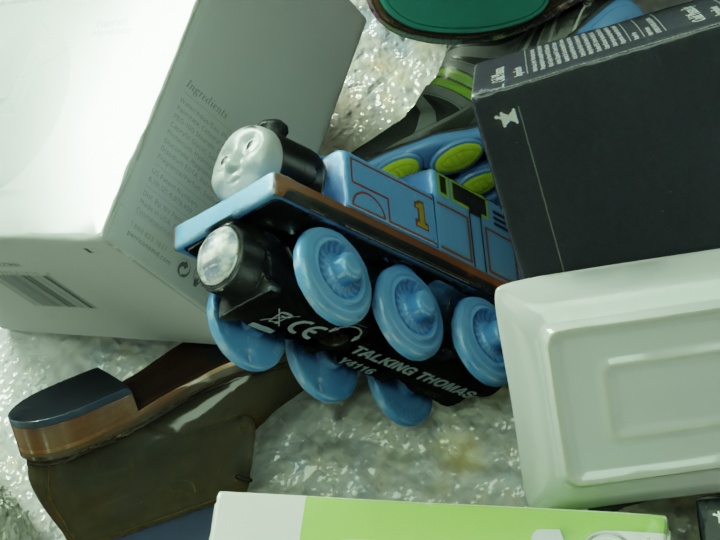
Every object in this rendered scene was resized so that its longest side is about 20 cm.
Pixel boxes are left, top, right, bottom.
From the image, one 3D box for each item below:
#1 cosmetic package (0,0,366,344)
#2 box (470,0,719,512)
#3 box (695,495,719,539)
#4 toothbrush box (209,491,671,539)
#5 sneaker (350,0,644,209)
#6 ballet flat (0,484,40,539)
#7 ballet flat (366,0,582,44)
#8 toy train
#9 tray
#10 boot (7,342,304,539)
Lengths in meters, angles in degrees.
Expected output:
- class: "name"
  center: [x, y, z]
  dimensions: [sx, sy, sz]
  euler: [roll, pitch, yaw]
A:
- class: "cosmetic package"
  center: [-0.130, -0.077, 0.858]
  dimensions: [0.198, 0.123, 0.201]
  euler: [2, 65, 39]
- class: "box"
  center: [0.161, -0.018, 0.725]
  dimensions: [0.181, 0.104, 0.202]
  euler: [-15, 102, 8]
- class: "box"
  center: [0.224, 0.193, 0.676]
  dimensions: [0.140, 0.079, 0.202]
  euler: [-7, 64, 9]
- class: "toothbrush box"
  center: [0.031, 0.180, 0.690]
  dimensions: [0.198, 0.086, 0.147]
  euler: [1, 65, 12]
- class: "sneaker"
  center: [0.064, -0.086, 0.873]
  dimensions: [0.199, 0.071, 0.083]
  euler: [-36, 42, -2]
- class: "ballet flat"
  center: [-0.249, 0.096, 0.871]
  dimensions: [0.199, 0.072, 0.072]
  euler: [33, 77, 28]
- class: "ballet flat"
  center: [0.092, -0.168, 0.848]
  dimensions: [0.199, 0.070, 0.071]
  euler: [-20, 16, -8]
- class: "toy train"
  center: [0.000, 0.000, 0.774]
  dimensions: [0.086, 0.199, 0.115]
  euler: [-28, 54, 35]
- class: "tray"
  center: [0.161, 0.045, 0.677]
  dimensions: [0.198, 0.022, 0.108]
  euler: [-8, 104, 7]
- class: "boot"
  center: [-0.074, 0.086, 0.833]
  dimensions: [0.198, 0.098, 0.075]
  euler: [-17, 16, -17]
